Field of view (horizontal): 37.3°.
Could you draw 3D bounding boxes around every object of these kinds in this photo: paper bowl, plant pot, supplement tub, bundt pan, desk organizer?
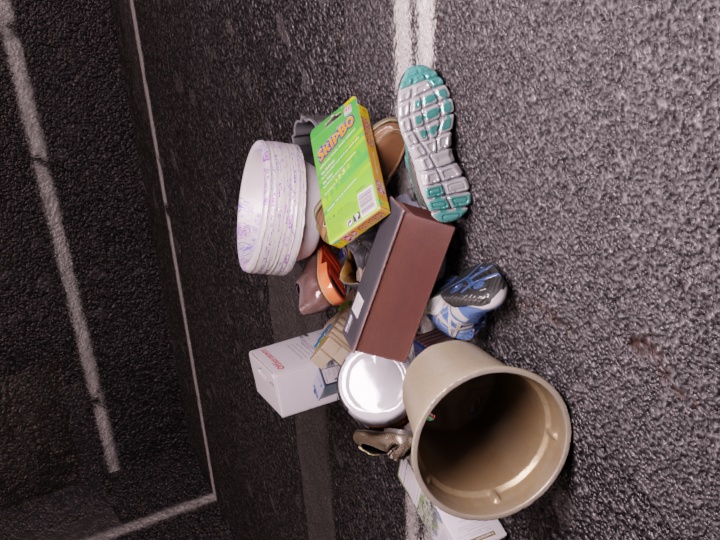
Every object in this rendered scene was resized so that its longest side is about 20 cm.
[{"bbox_3d":[-0.118,-0.093,1.614,0.201,0.104,0.202,-175,90,-73],"label":"paper bowl"},{"bbox_3d":[0.136,0.181,1.347,0.184,0.200,0.201,-127,26,-68],"label":"plant pot"},{"bbox_3d":[0.032,0.185,1.651,0.200,0.122,0.123,66,-178,-76],"label":"supplement tub"},{"bbox_3d":[-0.034,-0.149,1.654,0.202,0.076,0.203,163,90,-71],"label":"bundt pan"},{"bbox_3d":[0.049,0.014,1.405,0.072,0.077,0.201,-125,52,-68],"label":"desk organizer"}]

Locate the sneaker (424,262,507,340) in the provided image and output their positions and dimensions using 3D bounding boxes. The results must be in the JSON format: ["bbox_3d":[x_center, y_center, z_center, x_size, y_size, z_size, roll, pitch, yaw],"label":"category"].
[{"bbox_3d":[0.143,0.044,1.385,0.077,0.076,0.200,53,163,-7],"label":"sneaker"}]

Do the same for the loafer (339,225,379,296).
[{"bbox_3d":[0.000,0.000,1.597,0.073,0.072,0.200,53,154,37],"label":"loafer"}]

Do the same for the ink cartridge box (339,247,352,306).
[{"bbox_3d":[-0.005,0.049,1.828,0.095,0.037,0.200,94,154,-45],"label":"ink cartridge box"}]

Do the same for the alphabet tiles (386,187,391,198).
[{"bbox_3d":[0.012,-0.099,1.697,0.167,0.006,0.200,66,159,18],"label":"alphabet tiles"}]

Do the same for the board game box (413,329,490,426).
[{"bbox_3d":[0.139,0.203,1.537,0.151,0.046,0.201,-146,44,-62],"label":"board game box"}]

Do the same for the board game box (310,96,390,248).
[{"bbox_3d":[-0.017,-0.136,1.450,0.095,0.030,0.201,-34,53,31],"label":"board game box"}]

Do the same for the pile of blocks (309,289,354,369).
[{"bbox_3d":[-0.020,0.100,1.693,0.062,0.200,0.082,41,136,-8],"label":"pile of blocks"}]

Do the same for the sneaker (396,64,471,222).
[{"bbox_3d":[0.079,-0.161,1.367,0.091,0.077,0.201,-155,53,-70],"label":"sneaker"}]

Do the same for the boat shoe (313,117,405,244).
[{"bbox_3d":[0.009,-0.119,1.490,0.200,0.072,0.068,-55,27,25],"label":"boat shoe"}]

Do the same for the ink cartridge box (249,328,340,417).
[{"bbox_3d":[-0.076,0.169,1.866,0.146,0.199,0.086,-150,46,-63],"label":"ink cartridge box"}]

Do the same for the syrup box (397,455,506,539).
[{"bbox_3d":[0.136,0.354,1.619,0.200,0.081,0.079,57,155,37],"label":"syrup box"}]

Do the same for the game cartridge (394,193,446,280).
[{"bbox_3d":[0.068,-0.008,1.570,0.134,0.040,0.200,59,157,20],"label":"game cartridge"}]

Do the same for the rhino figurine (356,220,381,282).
[{"bbox_3d":[0.042,0.002,1.468,0.060,0.087,0.201,-130,41,-69],"label":"rhino figurine"}]

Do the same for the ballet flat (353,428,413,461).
[{"bbox_3d":[0.035,0.270,1.633,0.200,0.067,0.047,154,127,-68],"label":"ballet flat"}]

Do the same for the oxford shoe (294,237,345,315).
[{"bbox_3d":[-0.072,0.004,1.647,0.071,0.072,0.200,55,-169,-21],"label":"oxford shoe"}]
